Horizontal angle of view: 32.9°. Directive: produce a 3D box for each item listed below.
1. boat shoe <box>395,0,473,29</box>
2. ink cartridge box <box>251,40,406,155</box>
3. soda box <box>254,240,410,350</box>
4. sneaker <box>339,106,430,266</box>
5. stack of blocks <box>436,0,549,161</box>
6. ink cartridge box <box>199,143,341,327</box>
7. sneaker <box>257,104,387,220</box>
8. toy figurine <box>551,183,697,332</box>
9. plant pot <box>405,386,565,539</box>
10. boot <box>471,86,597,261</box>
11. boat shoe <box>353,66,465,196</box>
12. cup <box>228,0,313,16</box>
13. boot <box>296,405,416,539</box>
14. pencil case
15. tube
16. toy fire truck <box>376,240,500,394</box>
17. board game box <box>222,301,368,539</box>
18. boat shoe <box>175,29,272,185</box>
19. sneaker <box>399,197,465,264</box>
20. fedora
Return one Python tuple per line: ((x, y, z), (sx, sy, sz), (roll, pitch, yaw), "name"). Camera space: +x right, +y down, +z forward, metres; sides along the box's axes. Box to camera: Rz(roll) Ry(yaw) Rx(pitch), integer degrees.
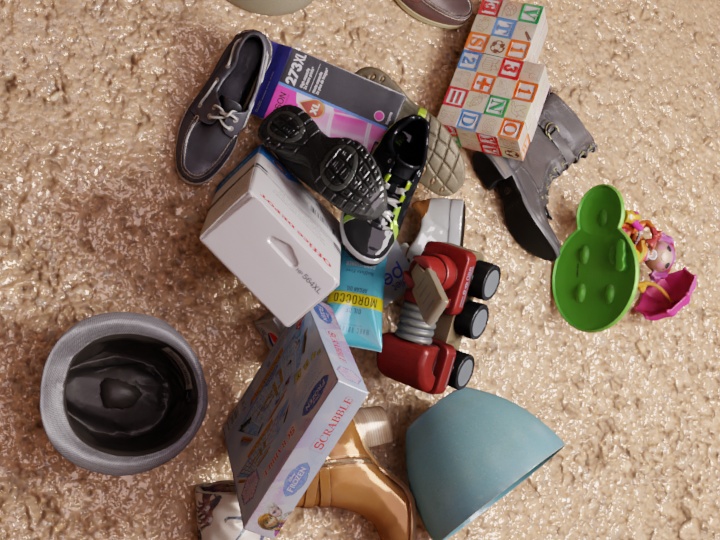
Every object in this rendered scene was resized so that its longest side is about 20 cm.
((0.074, -0.389, 1.596), (0.200, 0.072, 0.072), (34, 70, -19), "boat shoe")
((-0.053, -0.208, 1.495), (0.200, 0.037, 0.095), (22, 94, -7), "ink cartridge box")
((-0.028, 0.039, 1.501), (0.200, 0.063, 0.068), (-33, 98, -26), "soda box")
((0.031, -0.104, 1.432), (0.072, 0.083, 0.200), (21, 70, -8), "sneaker")
((0.189, -0.255, 1.612), (0.115, 0.059, 0.200), (15, 73, 19), "stack of blocks")
((-0.098, -0.044, 1.396), (0.084, 0.200, 0.146), (-40, 105, 14), "ink cartridge box")
((-0.033, -0.118, 1.425), (0.076, 0.200, 0.091), (-43, 146, -5), "sneaker")
((0.382, -0.007, 1.681), (0.184, 0.150, 0.200), (8, 85, -37), "toy figurine")
((0.133, 0.224, 1.505), (0.200, 0.200, 0.135), (-31, 75, -26), "plant pot")
((0.261, -0.133, 1.663), (0.174, 0.069, 0.200), (-35, 98, -25), "boot")
((0.059, -0.180, 1.563), (0.072, 0.068, 0.200), (-43, 100, 1), "boat shoe")
((-0.092, -0.427, 1.479), (0.200, 0.143, 0.201), (4, 82, -26), "cup")
((-0.021, 0.268, 1.469), (0.155, 0.077, 0.200), (-11, 87, -28), "boot")
((-0.140, 0.341, 1.402), (0.089, 0.078, 0.200), (-3, 85, -7), "pencil case")
((0.000, 0.000, 1.459), (0.077, 0.050, 0.200), (7, 66, 5), "tube")
((0.079, 0.058, 1.422), (0.200, 0.129, 0.176), (5, 104, -59), "toy fire truck")
((-0.078, 0.156, 1.345), (0.041, 0.200, 0.200), (25, 108, -23), "board game box")
((-0.164, -0.195, 1.441), (0.073, 0.063, 0.200), (27, 87, -7), "boat shoe")
((0.086, 0.006, 1.573), (0.085, 0.073, 0.200), (5, 89, 8), "sneaker")
((-0.272, 0.136, 1.353), (0.200, 0.090, 0.177), (1, 85, -33), "fedora")
